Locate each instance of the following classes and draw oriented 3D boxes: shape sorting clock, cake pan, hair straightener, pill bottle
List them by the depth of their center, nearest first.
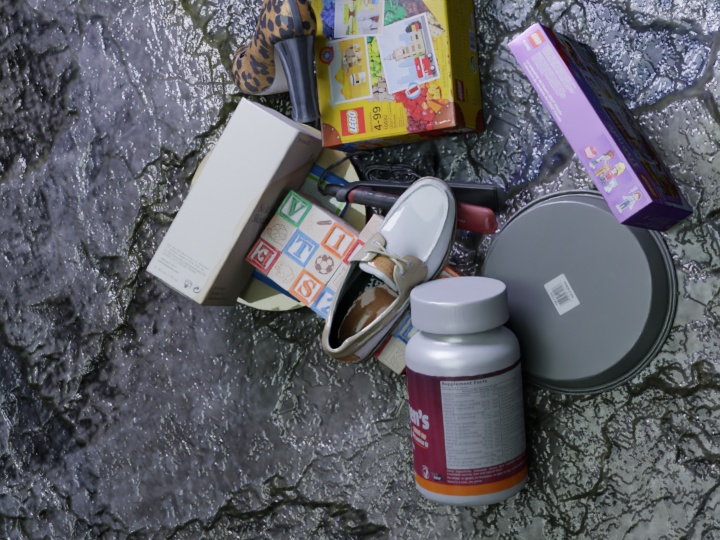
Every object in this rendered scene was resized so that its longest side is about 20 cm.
[{"bbox_3d":[0.099,0.113,1.603,0.110,0.110,0.200,2,107,26],"label":"pill bottle"},{"bbox_3d":[0.201,0.021,1.624,0.200,0.037,0.200,-1,88,26],"label":"cake pan"},{"bbox_3d":[0.051,-0.082,1.697,0.200,0.041,0.077,7,47,22],"label":"hair straightener"},{"bbox_3d":[-0.088,-0.057,1.767,0.200,0.039,0.200,-1,87,16],"label":"shape sorting clock"}]

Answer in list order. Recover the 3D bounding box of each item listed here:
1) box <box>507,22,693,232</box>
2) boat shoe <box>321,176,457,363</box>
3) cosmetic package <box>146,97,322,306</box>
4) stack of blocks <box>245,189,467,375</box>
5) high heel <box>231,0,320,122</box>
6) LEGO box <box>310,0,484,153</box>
[{"bbox_3d":[0.223,-0.130,1.564,0.039,0.137,0.200,-36,73,20],"label":"box"},{"bbox_3d":[0.029,0.002,1.615,0.075,0.068,0.200,29,95,14],"label":"boat shoe"},{"bbox_3d":[-0.124,-0.066,1.705,0.073,0.104,0.200,32,98,13],"label":"cosmetic package"},{"bbox_3d":[0.000,0.000,1.689,0.200,0.059,0.115,36,97,14],"label":"stack of blocks"},{"bbox_3d":[-0.091,-0.244,1.707,0.200,0.071,0.143,-138,35,-57],"label":"high heel"},{"bbox_3d":[0.034,-0.228,1.693,0.149,0.077,0.200,-7,85,25],"label":"LEGO box"}]
